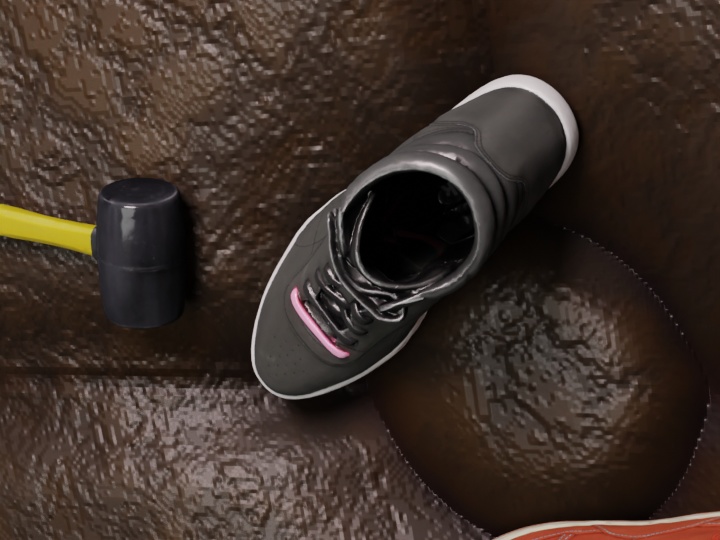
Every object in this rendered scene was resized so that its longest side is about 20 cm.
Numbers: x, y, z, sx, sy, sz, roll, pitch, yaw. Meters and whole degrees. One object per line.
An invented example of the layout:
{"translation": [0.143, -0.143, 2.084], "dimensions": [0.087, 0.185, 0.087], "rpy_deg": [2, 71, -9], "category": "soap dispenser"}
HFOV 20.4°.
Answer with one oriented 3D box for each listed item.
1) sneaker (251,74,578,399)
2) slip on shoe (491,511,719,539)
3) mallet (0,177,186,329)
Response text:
{"translation": [0.000, 0.000, 0.833], "dimensions": [0.071, 0.099, 0.200], "rpy_deg": [49, 124, 3], "category": "sneaker"}
{"translation": [0.100, 0.147, 0.853], "dimensions": [0.200, 0.061, 0.074], "rpy_deg": [-16, 101, 33], "category": "slip on shoe"}
{"translation": [-0.166, -0.014, 0.958], "dimensions": [0.200, 0.041, 0.066], "rpy_deg": [5, 112, 32], "category": "mallet"}
